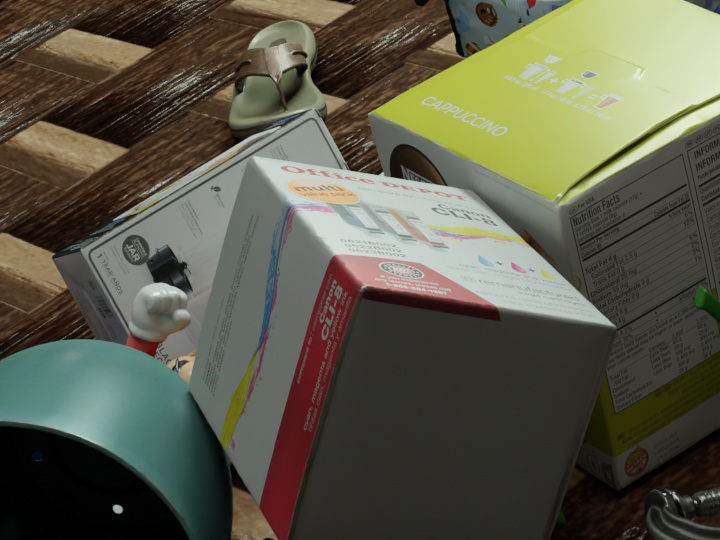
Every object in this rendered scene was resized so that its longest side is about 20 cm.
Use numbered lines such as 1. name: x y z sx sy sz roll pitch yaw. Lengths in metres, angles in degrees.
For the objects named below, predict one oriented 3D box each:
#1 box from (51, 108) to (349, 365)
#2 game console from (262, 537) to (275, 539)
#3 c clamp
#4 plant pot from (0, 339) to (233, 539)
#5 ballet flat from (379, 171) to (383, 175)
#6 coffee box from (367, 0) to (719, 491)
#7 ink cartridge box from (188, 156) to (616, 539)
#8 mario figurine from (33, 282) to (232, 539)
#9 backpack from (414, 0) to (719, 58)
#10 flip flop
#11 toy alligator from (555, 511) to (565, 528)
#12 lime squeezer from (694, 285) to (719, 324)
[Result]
1. box: -0.090 -0.010 1.522 0.200 0.117 0.060 -34 10 -25
2. game console: 0.024 0.221 1.116 0.200 0.116 0.176 32 81 22
3. c clamp: 0.229 0.120 1.183 0.199 0.027 0.171 -10 12 -27
4. plant pot: -0.161 0.131 1.262 0.200 0.201 0.161 -8 24 14
5. ballet flat: 0.060 -0.048 1.568 0.199 0.070 0.069 10 39 38
6. coffee box: 0.154 -0.030 1.359 0.200 0.198 0.200 -29 32 -21
7. ink cartridge box: 0.014 0.045 1.186 0.145 0.145 0.200 8 18 -23
8. mario figurine: -0.138 0.086 1.395 0.199 0.124 0.106 -22 18 -2
9. backpack: 0.175 -0.206 1.691 0.200 0.154 0.190 -42 30 -27
10. flip flop: -0.069 -0.161 1.826 0.081 0.058 0.200 -12 30 8
11. toy alligator: 0.023 0.144 1.286 0.199 0.059 0.055 7 79 33
12. lime squeezer: 0.269 0.050 1.309 0.199 0.071 0.038 5 5 -23
